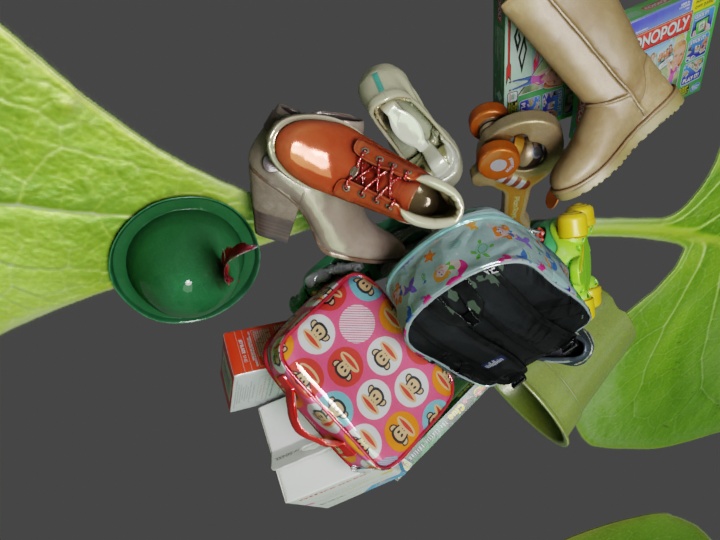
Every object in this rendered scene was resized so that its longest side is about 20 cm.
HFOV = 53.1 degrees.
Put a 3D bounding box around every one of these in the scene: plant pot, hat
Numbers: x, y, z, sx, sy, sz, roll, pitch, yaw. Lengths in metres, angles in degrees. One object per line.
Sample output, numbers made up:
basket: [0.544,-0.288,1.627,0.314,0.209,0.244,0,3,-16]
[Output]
plant pot: [0.293,0.118,1.057,0.190,0.200,0.200,-41,134,-9]
hat: [-0.167,0.032,0.740,0.165,0.176,0.200,-26,133,-5]

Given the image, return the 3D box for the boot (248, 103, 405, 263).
boot: [-0.024,-0.093,0.775,0.199,0.070,0.147,9,113,-22]

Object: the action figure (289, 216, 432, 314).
action figure: [0.000,0.000,0.890,0.199,0.055,0.118,-30,136,3]

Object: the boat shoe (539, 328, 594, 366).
boat shoe: [0.200,0.080,0.937,0.062,0.199,0.075,14,94,-67]

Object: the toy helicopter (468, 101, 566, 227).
toy helicopter: [0.195,-0.108,0.850,0.132,0.079,0.200,-5,143,1]

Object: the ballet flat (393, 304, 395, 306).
ballet flat: [0.114,0.023,0.953,0.069,0.070,0.200,23,113,-38]

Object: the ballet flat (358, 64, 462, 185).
ballet flat: [0.064,-0.138,0.789,0.069,0.070,0.200,-41,133,8]

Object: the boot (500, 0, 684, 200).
boot: [0.209,-0.199,0.734,0.175,0.066,0.200,-44,105,-1]

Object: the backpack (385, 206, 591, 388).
backpack: [0.128,0.024,0.778,0.177,0.151,0.200,-38,141,24]

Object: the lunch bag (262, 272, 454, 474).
lunch bag: [-0.007,0.123,0.808,0.176,0.082,0.200,-43,99,-29]

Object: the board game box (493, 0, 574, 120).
board game box: [0.212,-0.258,0.804,0.134,0.029,0.201,-19,132,-11]

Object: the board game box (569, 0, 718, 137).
board game box: [0.331,-0.243,0.839,0.199,0.029,0.135,-27,135,-20]

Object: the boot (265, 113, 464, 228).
boot: [0.008,-0.094,0.697,0.199,0.107,0.075,19,98,-23]

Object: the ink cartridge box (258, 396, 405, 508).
ink cartridge box: [-0.036,0.225,0.943,0.128,0.126,0.200,-24,156,4]

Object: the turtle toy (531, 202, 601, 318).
turtle toy: [0.249,-0.005,0.936,0.200,0.101,0.146,-25,109,-62]

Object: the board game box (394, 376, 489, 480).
board game box: [0.111,0.220,1.069,0.200,0.105,0.023,-45,92,-1]

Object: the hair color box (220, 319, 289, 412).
hair color box: [-0.072,0.109,0.911,0.199,0.064,0.111,-9,150,-19]
